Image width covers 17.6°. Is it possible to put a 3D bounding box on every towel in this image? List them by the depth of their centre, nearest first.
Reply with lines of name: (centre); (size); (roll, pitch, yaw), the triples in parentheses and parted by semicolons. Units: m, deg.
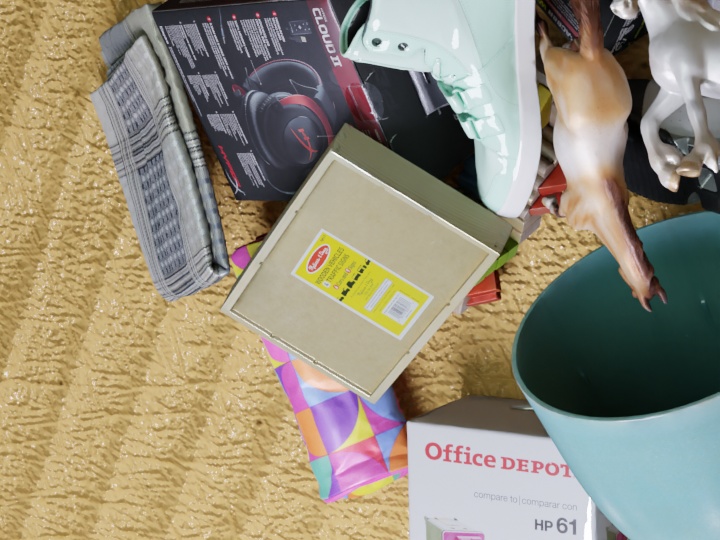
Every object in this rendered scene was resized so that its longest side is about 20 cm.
towel: (-0.146, -0.080, 1.639); (0.193, 0.034, 0.201); (162, 93, -75)

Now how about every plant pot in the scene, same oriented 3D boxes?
plant pot: (0.213, 0.086, 1.417); (0.200, 0.201, 0.161); (-6, 124, 32)

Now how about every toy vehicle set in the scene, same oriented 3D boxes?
toy vehicle set: (0.000, 0.000, 1.499); (0.124, 0.027, 0.200); (32, 140, -5)

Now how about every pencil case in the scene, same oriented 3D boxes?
pencil case: (-0.024, 0.060, 1.626); (0.088, 0.088, 0.201); (-23, 84, 32)

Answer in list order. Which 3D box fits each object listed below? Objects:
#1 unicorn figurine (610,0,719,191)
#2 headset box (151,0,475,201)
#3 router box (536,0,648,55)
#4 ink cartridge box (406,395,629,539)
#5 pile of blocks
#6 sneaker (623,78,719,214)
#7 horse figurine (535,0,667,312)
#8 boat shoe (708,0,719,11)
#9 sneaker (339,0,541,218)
unicorn figurine: (0.209, -0.117, 1.339); (0.199, 0.074, 0.138); (6, 75, -11)
headset box: (-0.023, -0.124, 1.505); (0.200, 0.075, 0.149); (2, 123, 48)
router box: (0.122, -0.247, 1.448); (0.200, 0.062, 0.150); (51, 157, 14)
ink cartridge box: (0.110, 0.194, 1.561); (0.144, 0.085, 0.201); (4, 99, 31)
pile of blocks: (0.098, -0.046, 1.529); (0.062, 0.082, 0.201); (36, 114, 22)
sneaker: (0.217, -0.087, 1.447); (0.200, 0.088, 0.074); (25, 146, 36)
horse figurine: (0.136, -0.088, 1.396); (0.050, 0.133, 0.201); (-10, 114, -9)
boat shoe: (0.240, -0.211, 1.420); (0.069, 0.071, 0.201); (-3, 121, -10)
sneaker: (0.046, -0.119, 1.403); (0.118, 0.074, 0.201); (-9, 119, -7)
